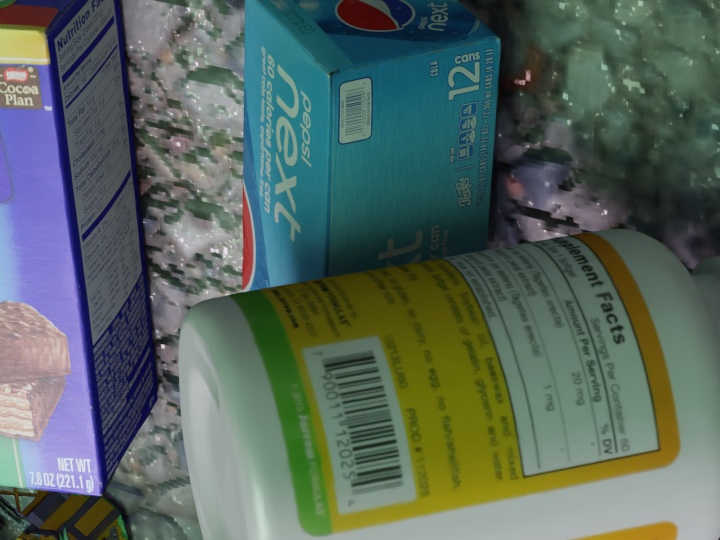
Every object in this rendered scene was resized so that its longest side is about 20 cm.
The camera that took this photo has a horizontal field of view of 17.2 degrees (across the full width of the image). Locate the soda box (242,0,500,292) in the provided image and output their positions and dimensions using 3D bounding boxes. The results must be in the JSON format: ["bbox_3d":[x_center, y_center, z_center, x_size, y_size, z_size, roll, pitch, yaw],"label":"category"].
[{"bbox_3d":[0.000,0.000,0.819,0.068,0.064,0.200,48,144,48],"label":"soda box"}]

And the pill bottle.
[{"bbox_3d":[0.050,0.048,0.751,0.199,0.111,0.111,-10,123,-13],"label":"pill bottle"}]

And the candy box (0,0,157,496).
[{"bbox_3d":[-0.173,-0.021,0.894,0.169,0.077,0.200,4,121,12],"label":"candy box"}]

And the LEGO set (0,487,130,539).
[{"bbox_3d":[-0.203,0.144,1.009,0.154,0.116,0.200,47,131,-3],"label":"LEGO set"}]
